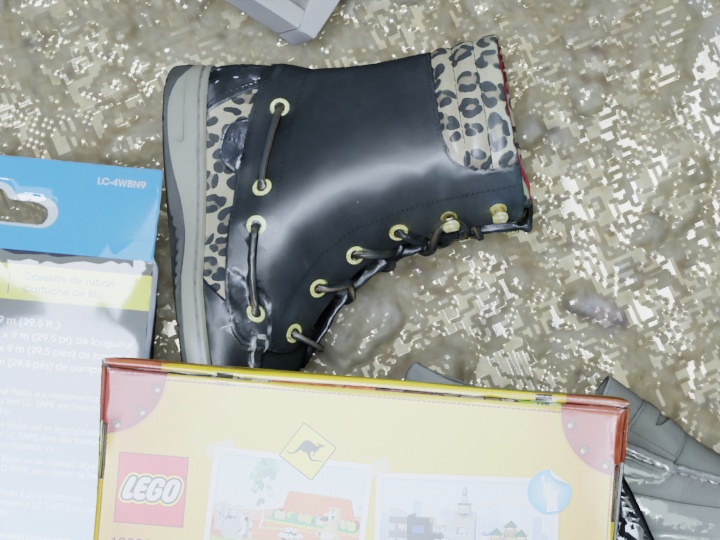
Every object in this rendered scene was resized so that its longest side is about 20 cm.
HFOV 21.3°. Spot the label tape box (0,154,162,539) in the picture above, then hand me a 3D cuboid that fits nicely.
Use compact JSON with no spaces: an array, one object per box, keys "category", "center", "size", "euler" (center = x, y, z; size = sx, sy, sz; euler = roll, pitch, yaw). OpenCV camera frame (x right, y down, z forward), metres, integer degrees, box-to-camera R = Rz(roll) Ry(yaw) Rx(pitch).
[{"category":"label tape box","center":[-0.162,0.053,0.821],"size":[0.143,0.066,0.200],"euler":[5,81,-3]}]

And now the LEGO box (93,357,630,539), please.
[{"category":"LEGO box","center":[-0.003,0.115,0.742],"size":[0.200,0.077,0.149],"euler":[5,88,3]}]

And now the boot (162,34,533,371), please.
[{"category":"boot","center":[0.000,-0.001,0.821],"size":[0.153,0.073,0.204],"euler":[-9,79,6]}]

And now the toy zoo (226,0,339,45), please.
[{"category":"toy zoo","center":[-0.056,-0.189,0.837],"size":[0.200,0.020,0.131],"euler":[29,70,-28]}]

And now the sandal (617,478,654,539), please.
[{"category":"sandal","center":[0.118,0.164,0.794],"size":[0.075,0.045,0.200],"euler":[-23,84,9]}]

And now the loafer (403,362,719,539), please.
[{"category":"loafer","center":[0.111,0.081,0.829],"size":[0.200,0.070,0.070],"euler":[8,91,-2]}]
